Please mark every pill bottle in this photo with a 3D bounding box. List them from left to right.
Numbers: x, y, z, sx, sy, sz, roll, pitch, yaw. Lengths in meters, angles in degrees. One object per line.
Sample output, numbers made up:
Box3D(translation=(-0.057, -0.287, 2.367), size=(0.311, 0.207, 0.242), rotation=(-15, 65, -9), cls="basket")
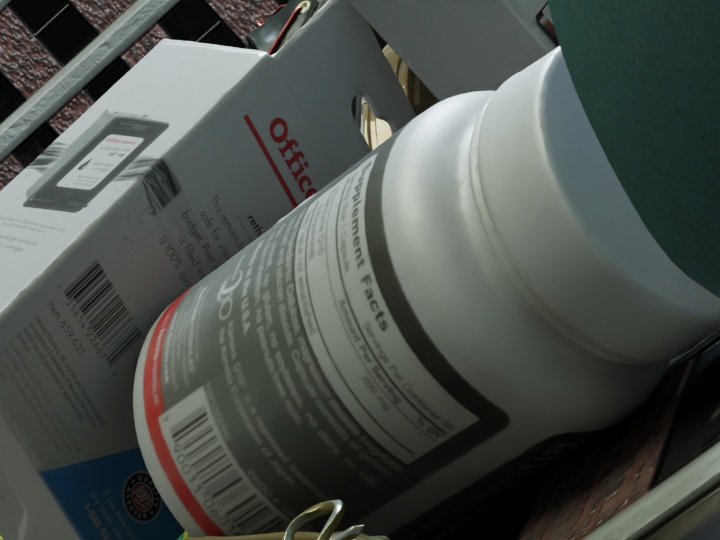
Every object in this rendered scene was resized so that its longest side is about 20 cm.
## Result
Box3D(translation=(0.027, 0.015, 0.946), size=(0.200, 0.114, 0.114), rotation=(-35, 11, 40), cls="pill bottle")

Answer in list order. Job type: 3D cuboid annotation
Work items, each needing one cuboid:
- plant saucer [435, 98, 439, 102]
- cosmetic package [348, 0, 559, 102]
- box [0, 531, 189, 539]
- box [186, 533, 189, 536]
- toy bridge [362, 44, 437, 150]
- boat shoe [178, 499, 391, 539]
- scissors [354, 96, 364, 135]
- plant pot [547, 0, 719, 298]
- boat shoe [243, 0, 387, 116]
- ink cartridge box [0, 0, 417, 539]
Box3D(translation=(0.035, -0.063, 1.368), size=(0.199, 0.050, 0.200), rotation=(-22, -22, -10), cls="plant saucer")
Box3D(translation=(0.054, -0.092, 1.061), size=(0.051, 0.200, 0.083), rotation=(-38, 9, 31), cls="cosmetic package")
Box3D(translation=(-0.118, 0.096, 1.159), size=(0.117, 0.048, 0.200), rotation=(-44, 22, 19), cls="box")
Box3D(translation=(-0.078, 0.078, 1.231), size=(0.137, 0.039, 0.201), rotation=(-37, 25, 36), cls="box")
Box3D(translation=(0.025, -0.049, 1.172), size=(0.027, 0.067, 0.201), rotation=(-19, 44, 21), cls="toy bridge")
Box3D(translation=(-0.024, 0.109, 0.882), size=(0.073, 0.063, 0.200), rotation=(-45, 9, -23), cls="boat shoe")
Box3D(translation=(0.000, 0.000, 1.137), size=(0.073, 0.014, 0.201), rotation=(130, 149, -73), cls="scissors")
Box3D(translation=(0.128, -0.062, 0.713), size=(0.200, 0.199, 0.135), rotation=(-57, -21, -61), cls="plant pot")
Box3D(translation=(-0.021, -0.085, 1.232), size=(0.074, 0.063, 0.202), rotation=(75, -146, -62), cls="boat shoe")
Box3D(translation=(-0.064, 0.001, 1.058), size=(0.067, 0.116, 0.200), rotation=(11, 48, 48), cls="ink cartridge box")
